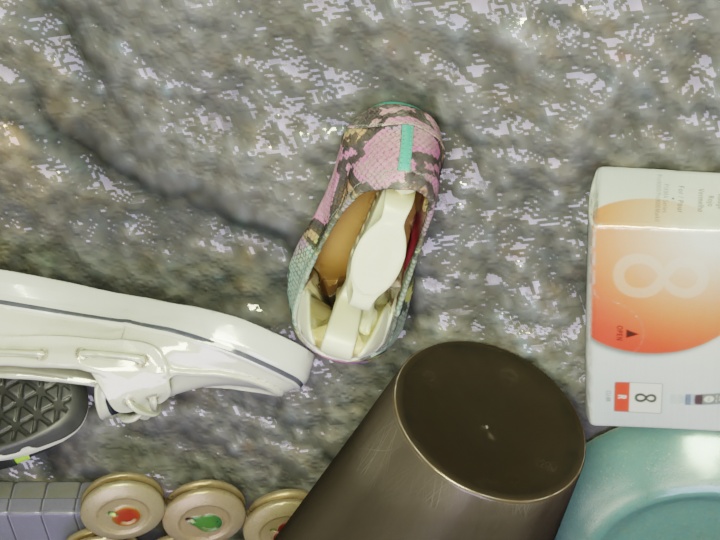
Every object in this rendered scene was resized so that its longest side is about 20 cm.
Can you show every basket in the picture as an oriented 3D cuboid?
[{"bbox_3d":[0.036,0.146,1.588,0.179,0.137,0.201,-1,138,-26],"label":"basket"}]

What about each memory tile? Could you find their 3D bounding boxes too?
[{"bbox_3d":[-0.116,0.195,1.715,0.152,0.017,0.201,8,133,-18],"label":"memory tile"}]

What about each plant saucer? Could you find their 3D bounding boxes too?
[{"bbox_3d":[0.203,0.158,1.645,0.198,0.036,0.201,4,138,4],"label":"plant saucer"}]

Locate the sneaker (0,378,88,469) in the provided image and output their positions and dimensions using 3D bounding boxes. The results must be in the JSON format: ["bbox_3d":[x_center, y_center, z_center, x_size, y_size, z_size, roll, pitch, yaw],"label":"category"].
[{"bbox_3d":[-0.233,0.090,1.637,0.199,0.072,0.083,-13,158,24],"label":"sneaker"}]

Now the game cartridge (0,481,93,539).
[{"bbox_3d":[-0.192,0.203,1.763,0.129,0.039,0.201,2,138,13],"label":"game cartridge"}]

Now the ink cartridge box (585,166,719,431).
[{"bbox_3d":[0.217,0.022,1.483,0.198,0.050,0.163,5,138,9],"label":"ink cartridge box"}]

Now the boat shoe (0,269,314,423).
[{"bbox_3d":[-0.126,0.049,1.537,0.199,0.066,0.072,13,168,0],"label":"boat shoe"}]

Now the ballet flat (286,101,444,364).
[{"bbox_3d":[0.000,0.000,1.478,0.069,0.071,0.201,12,138,-6],"label":"ballet flat"}]
